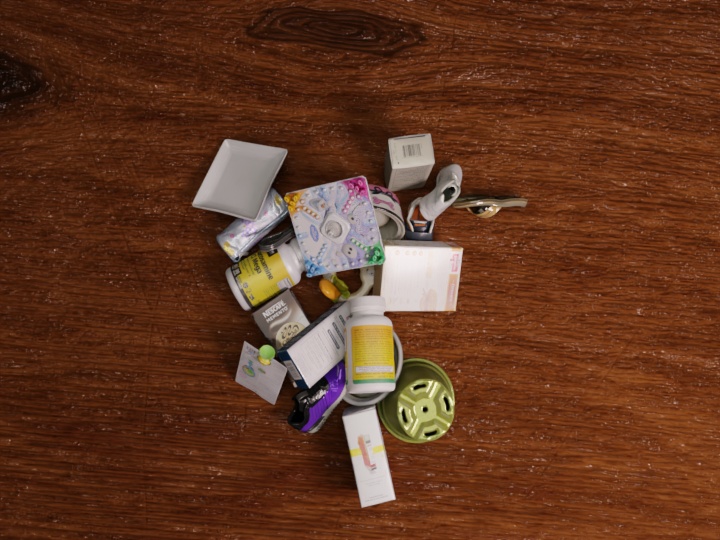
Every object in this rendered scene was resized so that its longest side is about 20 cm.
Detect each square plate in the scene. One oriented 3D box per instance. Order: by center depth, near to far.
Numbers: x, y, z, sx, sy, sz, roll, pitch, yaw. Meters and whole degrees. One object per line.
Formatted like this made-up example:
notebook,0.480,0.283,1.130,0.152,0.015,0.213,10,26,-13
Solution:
square plate,-0.292,-0.221,1.398,0.194,0.029,0.204,13,70,23

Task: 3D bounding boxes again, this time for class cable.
cable,-0.156,-0.089,1.365,0.095,0.051,0.201,19,46,24

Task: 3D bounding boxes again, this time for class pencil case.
pencil case,-0.260,-0.111,1.398,0.200,0.090,0.084,-44,127,-7

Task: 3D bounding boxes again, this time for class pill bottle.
pill bottle,0.019,0.165,1.269,0.109,0.113,0.206,-2,76,-2
pill bottle,-0.215,0.002,1.377,0.197,0.112,0.114,-29,86,-4

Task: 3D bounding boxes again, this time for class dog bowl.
dog bowl,0.012,-0.130,1.364,0.194,0.201,0.076,4,65,-1

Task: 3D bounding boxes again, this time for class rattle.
rattle,0.000,0.000,1.375,0.195,0.143,0.133,-15,66,3

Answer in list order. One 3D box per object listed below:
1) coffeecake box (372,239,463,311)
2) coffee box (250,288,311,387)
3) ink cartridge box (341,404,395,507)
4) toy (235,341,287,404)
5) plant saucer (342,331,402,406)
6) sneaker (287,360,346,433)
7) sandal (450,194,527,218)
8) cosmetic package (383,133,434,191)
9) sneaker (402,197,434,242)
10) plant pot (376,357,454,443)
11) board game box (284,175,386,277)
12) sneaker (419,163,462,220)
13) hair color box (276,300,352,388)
coffeecake box,0.134,0.012,1.363,0.194,0.073,0.158,1,104,-14
coffee box,-0.164,0.159,1.374,0.112,0.080,0.203,-33,90,-4
ink cartridge box,0.017,0.419,1.327,0.081,0.145,0.206,-12,84,-1
toy,-0.226,0.231,1.334,0.113,0.201,0.048,30,54,4
plant saucer,0.023,0.225,1.365,0.196,0.050,0.205,-16,60,29
sneaker,-0.104,0.293,1.331,0.098,0.069,0.203,21,104,-42
sandal,0.322,-0.159,1.434,0.194,0.080,0.056,0,106,-6
cosmetic package,0.112,-0.254,1.367,0.102,0.200,0.073,-7,83,-3
sneaker,0.141,-0.080,1.413,0.076,0.079,0.206,0,86,-3
plant pot,0.139,0.310,1.321,0.194,0.184,0.207,0,84,-2
board game box,-0.058,-0.092,1.280,0.195,0.026,0.205,-9,110,18
sneaker,0.216,-0.198,1.392,0.071,0.080,0.202,47,49,-15
hair color box,-0.084,0.167,1.304,0.199,0.060,0.102,-37,101,-33
